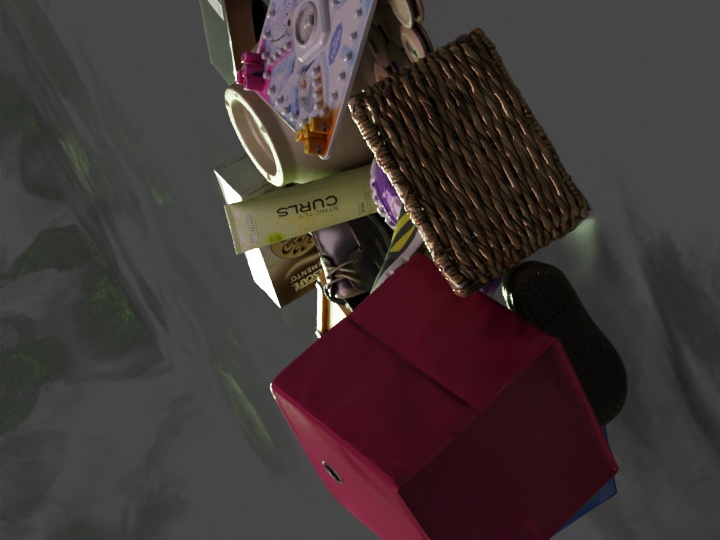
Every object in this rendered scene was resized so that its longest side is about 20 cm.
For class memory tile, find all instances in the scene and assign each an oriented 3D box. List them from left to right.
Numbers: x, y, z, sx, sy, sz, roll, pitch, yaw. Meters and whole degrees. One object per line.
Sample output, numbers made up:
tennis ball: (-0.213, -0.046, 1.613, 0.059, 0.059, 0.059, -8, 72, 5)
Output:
memory tile: (0.035, -0.217, 1.546, 0.153, 0.017, 0.201, 51, 163, 46)

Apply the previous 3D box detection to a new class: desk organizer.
desk organizer: (-0.134, -0.296, 1.842, 0.072, 0.077, 0.200, 51, 163, 27)

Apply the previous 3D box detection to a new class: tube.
tube: (-0.042, -0.069, 1.696, 0.052, 0.199, 0.058, -144, 39, -80)

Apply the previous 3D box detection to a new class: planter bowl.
planter bowl: (-0.062, -0.174, 1.736, 0.201, 0.134, 0.201, 54, 164, 23)

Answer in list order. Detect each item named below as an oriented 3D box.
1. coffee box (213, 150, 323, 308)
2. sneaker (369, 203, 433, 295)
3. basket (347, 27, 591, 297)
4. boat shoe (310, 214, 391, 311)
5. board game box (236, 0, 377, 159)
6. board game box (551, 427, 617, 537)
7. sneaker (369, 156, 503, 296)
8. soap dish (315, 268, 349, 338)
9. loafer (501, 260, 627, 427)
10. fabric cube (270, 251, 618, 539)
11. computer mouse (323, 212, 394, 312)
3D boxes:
coffee box: (-0.101, -0.066, 2.103, 0.080, 0.113, 0.201, 44, 159, 45)
sneaker: (0.064, -0.023, 1.563, 0.074, 0.201, 0.085, 27, -171, -20)
basket: (0.079, -0.085, 1.426, 0.201, 0.148, 0.143, 58, 165, 0)
boat shoe: (0.000, 0.000, 1.764, 0.074, 0.073, 0.200, -19, 118, 39)
board game box: (-0.053, -0.237, 1.556, 0.200, 0.026, 0.201, 47, 126, 52)
board game box: (0.162, 0.218, 1.629, 0.045, 0.199, 0.153, 43, 158, 44)
sneaker: (0.084, -0.046, 1.633, 0.201, 0.080, 0.088, 62, 152, 4)
soap dish: (0.008, 0.074, 2.077, 0.158, 0.081, 0.200, 54, 163, 21)
loafer: (0.189, 0.064, 1.502, 0.201, 0.076, 0.068, 64, 177, -30)
fabric cube: (0.076, 0.144, 1.455, 0.199, 0.200, 0.197, 34, 159, 46)
computer mouse: (0.025, -0.034, 1.813, 0.138, 0.053, 0.201, 15, 134, 18)
